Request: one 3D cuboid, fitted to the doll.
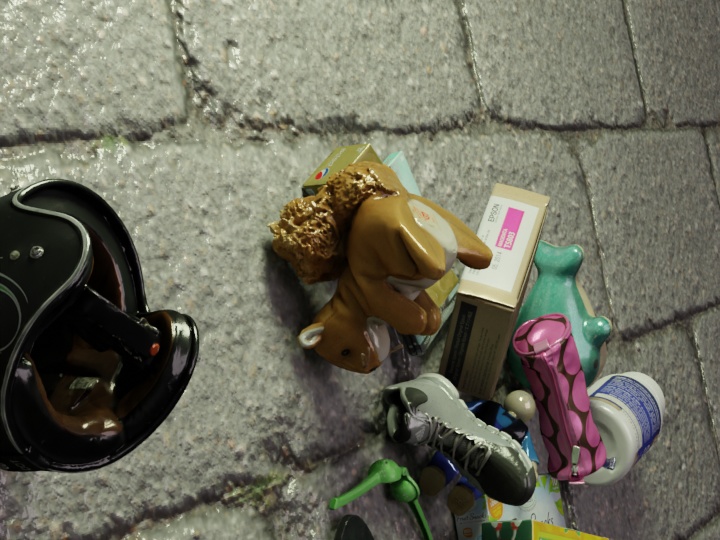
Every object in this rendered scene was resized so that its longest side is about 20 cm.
[{"bbox_3d":[0.151,0.207,1.676,0.200,0.136,0.049,-42,159,-46],"label":"doll"}]

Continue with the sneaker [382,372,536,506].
[{"bbox_3d":[0.093,0.191,1.561,0.115,0.200,0.076,0,123,-48],"label":"sneaker"}]

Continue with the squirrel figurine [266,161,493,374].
[{"bbox_3d":[0.000,0.000,1.471,0.200,0.187,0.141,44,24,9],"label":"squirrel figurine"}]

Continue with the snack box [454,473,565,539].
[{"bbox_3d":[0.188,0.328,1.739,0.199,0.052,0.144,1,77,-57],"label":"snack box"}]

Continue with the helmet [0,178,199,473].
[{"bbox_3d":[-0.231,0.039,1.042,0.198,0.190,0.203,-17,119,-33],"label":"helmet"}]

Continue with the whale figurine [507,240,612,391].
[{"bbox_3d":[0.245,0.067,1.840,0.103,0.158,0.203,-20,114,-48],"label":"whale figurine"}]

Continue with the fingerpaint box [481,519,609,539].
[{"bbox_3d":[0.214,0.383,1.646,0.199,0.073,0.169,23,64,-52],"label":"fingerpaint box"}]

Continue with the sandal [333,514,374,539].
[{"bbox_3d":[0.012,0.349,1.451,0.075,0.047,0.204,10,71,-56],"label":"sandal"}]

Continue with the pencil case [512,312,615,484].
[{"bbox_3d":[0.246,0.160,1.761,0.202,0.090,0.094,70,25,-18],"label":"pencil case"}]

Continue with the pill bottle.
[{"bbox_3d":[0.352,0.211,1.986,0.199,0.118,0.121,-25,100,-58],"label":"pill bottle"}]

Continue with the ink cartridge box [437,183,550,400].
[{"bbox_3d":[0.159,0.024,1.707,0.166,0.074,0.201,97,12,-45],"label":"ink cartridge box"}]

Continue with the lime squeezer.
[{"bbox_3d":[0.037,0.244,1.542,0.199,0.037,0.072,34,52,-50],"label":"lime squeezer"}]

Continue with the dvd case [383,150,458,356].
[{"bbox_3d":[0.055,-0.022,1.686,0.146,0.022,0.202,-49,121,-53],"label":"dvd case"}]

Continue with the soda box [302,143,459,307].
[{"bbox_3d":[0.025,-0.039,1.575,0.068,0.064,0.201,-49,119,-29],"label":"soda box"}]
